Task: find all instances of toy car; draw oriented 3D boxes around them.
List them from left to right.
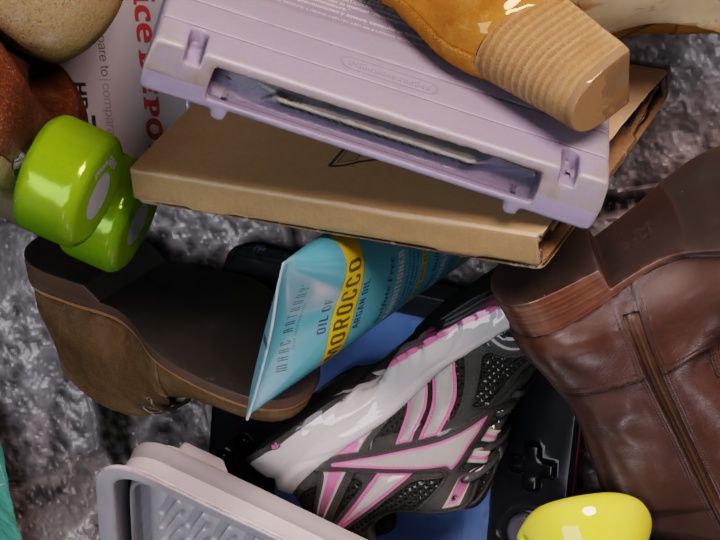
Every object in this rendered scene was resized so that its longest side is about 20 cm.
[{"bbox_3d":[-0.152,-0.127,1.286,0.163,0.158,0.201,24,86,10],"label":"toy car"}]

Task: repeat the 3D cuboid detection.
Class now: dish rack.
[{"bbox_3d":[-0.033,0.158,1.383,0.199,0.044,0.172,24,149,13],"label":"dish rack"}]

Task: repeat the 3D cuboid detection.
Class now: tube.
[{"bbox_3d":[0.000,0.000,1.287,0.050,0.200,0.078,18,115,20],"label":"tube"}]

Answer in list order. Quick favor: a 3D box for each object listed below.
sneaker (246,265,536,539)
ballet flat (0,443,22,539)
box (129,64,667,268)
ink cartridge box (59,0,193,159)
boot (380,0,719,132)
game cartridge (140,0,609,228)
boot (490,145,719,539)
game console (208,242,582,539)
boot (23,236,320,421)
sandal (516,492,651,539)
[{"bbox_3d":[0.045,0.067,1.344,0.200,0.080,0.086,-35,97,35],"label":"sneaker"},{"bbox_3d":[-0.221,0.130,1.512,0.067,0.070,0.201,-14,99,30],"label":"ballet flat"},{"bbox_3d":[0.020,-0.063,1.279,0.199,0.164,0.021,9,124,23],"label":"box"},{"bbox_3d":[-0.153,-0.121,1.390,0.199,0.086,0.147,2,107,26],"label":"ink cartridge box"},{"bbox_3d":[0.105,-0.150,1.218,0.144,0.201,0.071,41,150,28],"label":"boot"},{"bbox_3d":[0.011,-0.088,1.209,0.199,0.130,0.039,18,119,-5],"label":"game cartridge"},{"bbox_3d":[0.174,0.041,1.267,0.185,0.064,0.200,-18,131,18],"label":"boot"},{"bbox_3d":[0.016,0.088,1.406,0.199,0.031,0.178,12,111,22],"label":"game console"},{"bbox_3d":[-0.090,0.042,1.408,0.199,0.073,0.076,25,130,42],"label":"boot"},{"bbox_3d":[0.094,0.192,1.335,0.079,0.087,0.201,-2,142,-8],"label":"sandal"}]
